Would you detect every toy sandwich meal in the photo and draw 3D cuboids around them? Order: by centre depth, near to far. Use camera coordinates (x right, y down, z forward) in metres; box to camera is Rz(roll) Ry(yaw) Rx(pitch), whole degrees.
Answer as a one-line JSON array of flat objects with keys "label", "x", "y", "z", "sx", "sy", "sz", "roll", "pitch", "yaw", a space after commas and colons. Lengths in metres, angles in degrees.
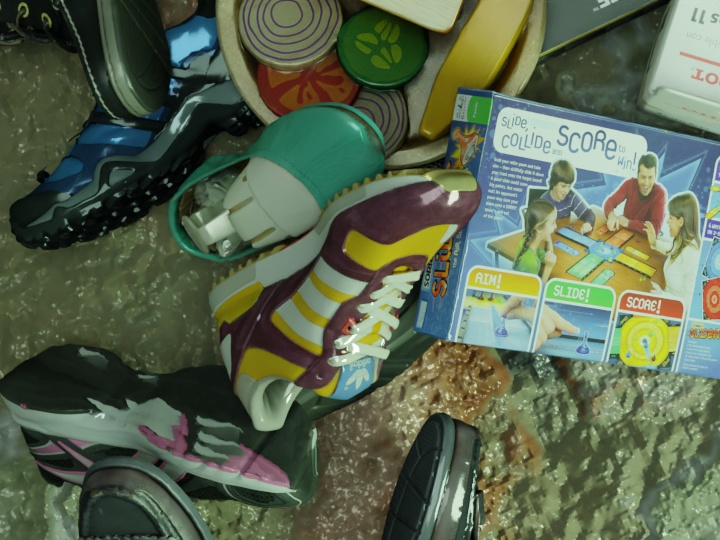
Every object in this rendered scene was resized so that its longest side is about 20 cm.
[{"label": "toy sandwich meal", "x": 0.014, "y": -0.155, "z": 1.210, "sx": 0.205, "sy": 0.070, "sz": 0.205, "roll": 0, "pitch": 85, "yaw": 4}]

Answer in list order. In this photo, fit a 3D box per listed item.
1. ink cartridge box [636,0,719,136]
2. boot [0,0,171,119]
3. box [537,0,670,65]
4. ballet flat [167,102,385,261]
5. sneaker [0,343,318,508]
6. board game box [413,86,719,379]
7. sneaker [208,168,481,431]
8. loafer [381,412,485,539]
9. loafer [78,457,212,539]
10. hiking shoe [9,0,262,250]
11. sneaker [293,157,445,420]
[{"label": "ink cartridge box", "x": 0.215, "y": -0.105, "z": 1.185, "sx": 0.117, "sy": 0.200, "sz": 0.067, "roll": 17, "pitch": 93, "yaw": 4}, {"label": "boot", "x": -0.195, "y": -0.138, "z": 1.248, "sx": 0.154, "sy": 0.073, "sz": 0.204, "roll": -24, "pitch": 51, "yaw": 8}, {"label": "box", "x": 0.089, "y": -0.201, "z": 1.269, "sx": 0.200, "sy": 0.049, "sz": 0.160, "roll": -24, "pitch": 87, "yaw": 5}, {"label": "ballet flat", "x": -0.052, "y": -0.037, "z": 1.212, "sx": 0.067, "sy": 0.200, "sz": 0.070, "roll": 49, "pitch": 65, "yaw": -11}, {"label": "sneaker", "x": -0.109, "y": 0.104, "z": 1.266, "sx": 0.200, "sy": 0.080, "sz": 0.086, "roll": 15, "pitch": 131, "yaw": 29}, {"label": "board game box", "x": 0.130, "y": -0.018, "z": 1.220, "sx": 0.200, "sy": 0.034, "sz": 0.135, "roll": 10, "pitch": 92, "yaw": -34}, {"label": "sneaker", "x": 0.000, "y": 0.017, "z": 1.162, "sx": 0.200, "sy": 0.075, "sz": 0.090, "roll": -34, "pitch": 65, "yaw": 45}, {"label": "loafer", "x": 0.043, "y": 0.181, "z": 1.280, "sx": 0.063, "sy": 0.072, "sz": 0.200, "roll": 13, "pitch": 99, "yaw": -15}, {"label": "loafer", "x": -0.115, "y": 0.194, "z": 1.230, "sx": 0.072, "sy": 0.063, "sz": 0.200, "roll": 0, "pitch": 128, "yaw": 14}, {"label": "hiking shoe", "x": -0.128, "y": -0.090, "z": 1.285, "sx": 0.200, "sy": 0.074, "sz": 0.087, "roll": -36, "pitch": 79, "yaw": -4}, {"label": "sneaker", "x": 0.000, "y": 0.000, "z": 1.272, "sx": 0.199, "sy": 0.076, "sz": 0.114, "roll": -44, "pitch": 71, "yaw": 15}]
